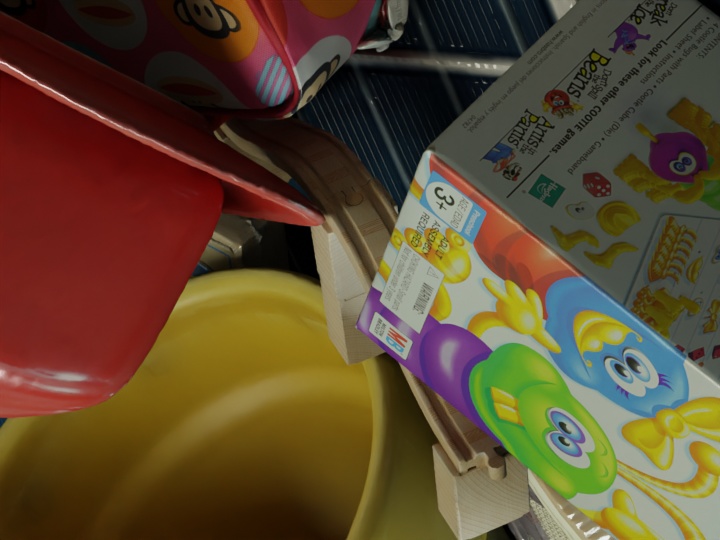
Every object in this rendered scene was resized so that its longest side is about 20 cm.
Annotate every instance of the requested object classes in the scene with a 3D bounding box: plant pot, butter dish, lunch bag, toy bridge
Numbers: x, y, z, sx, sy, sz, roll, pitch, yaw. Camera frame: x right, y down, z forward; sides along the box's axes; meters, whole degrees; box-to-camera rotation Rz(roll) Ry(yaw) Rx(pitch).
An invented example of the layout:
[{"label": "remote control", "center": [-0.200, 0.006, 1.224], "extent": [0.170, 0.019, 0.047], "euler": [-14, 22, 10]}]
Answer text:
[{"label": "plant pot", "center": [-0.019, 0.130, 1.067], "extent": [0.201, 0.201, 0.189], "euler": [7, 154, 46]}, {"label": "butter dish", "center": [-0.150, -0.005, 0.918], "extent": [0.200, 0.148, 0.199], "euler": [13, 171, 41]}, {"label": "lunch bag", "center": [-0.083, -0.116, 0.954], "extent": [0.200, 0.082, 0.176], "euler": [12, 136, 43]}, {"label": "toy bridge", "center": [0.000, 0.000, 0.964], "extent": [0.200, 0.027, 0.067], "euler": [54, 160, 43]}]

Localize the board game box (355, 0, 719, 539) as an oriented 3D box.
[{"label": "board game box", "center": [0.114, 0.024, 0.861], "extent": [0.200, 0.105, 0.103], "euler": [39, 149, 12]}]

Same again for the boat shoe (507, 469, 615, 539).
[{"label": "boat shoe", "center": [0.067, 0.057, 0.990], "extent": [0.065, 0.072, 0.200], "euler": [1, 131, 48]}]

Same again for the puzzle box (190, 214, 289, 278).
[{"label": "puzzle box", "center": [-0.107, -0.010, 1.161], "extent": [0.200, 0.025, 0.133], "euler": [27, 144, 29]}]
